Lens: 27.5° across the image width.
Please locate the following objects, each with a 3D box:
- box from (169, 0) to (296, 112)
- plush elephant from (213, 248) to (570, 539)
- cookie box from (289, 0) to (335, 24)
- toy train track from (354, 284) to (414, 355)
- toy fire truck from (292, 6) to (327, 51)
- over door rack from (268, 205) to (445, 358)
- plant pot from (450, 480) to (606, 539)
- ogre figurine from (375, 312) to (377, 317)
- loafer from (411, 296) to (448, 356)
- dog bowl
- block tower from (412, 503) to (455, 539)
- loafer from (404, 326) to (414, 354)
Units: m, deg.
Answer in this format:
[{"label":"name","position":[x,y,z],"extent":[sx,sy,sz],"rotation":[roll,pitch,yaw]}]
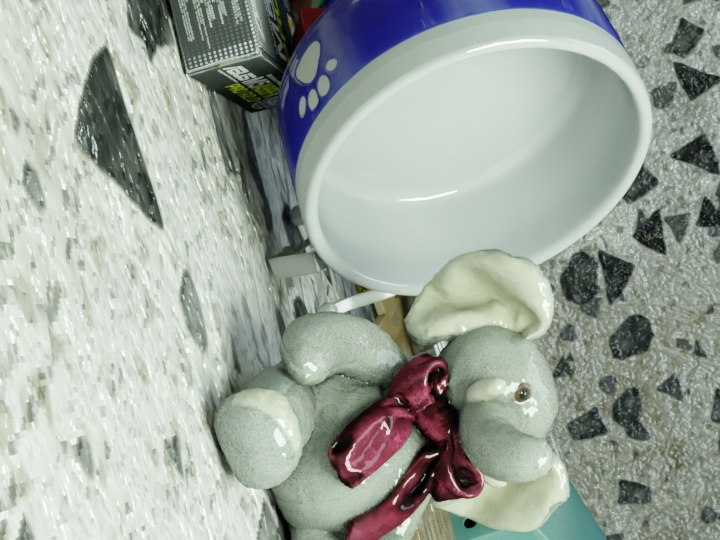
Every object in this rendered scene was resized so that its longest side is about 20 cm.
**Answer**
[{"label":"box","position":[-0.083,-0.200,0.839],"extent":[0.160,0.044,0.202],"rotation":[16,60,-82]},{"label":"plush elephant","position":[0.033,0.081,0.718],"extent":[0.200,0.153,0.166],"rotation":[-84,157,-69]},{"label":"cookie box","position":[0.006,-0.227,1.000],"extent":[0.170,0.075,0.201],"rotation":[4,50,-37]},{"label":"toy train track","position":[0.000,0.000,1.064],"extent":[0.115,0.032,0.202],"rotation":[-54,133,-53]},{"label":"toy fire truck","position":[0.021,-0.153,0.818],"extent":[0.141,0.197,0.049],"rotation":[115,-29,-54]},{"label":"over door rack","position":[-0.005,0.030,0.941],"extent":[0.200,0.066,0.149],"rotation":[-49,123,-65]},{"label":"plant pot","position":[0.114,0.231,1.161],"extent":[0.142,0.140,0.201],"rotation":[-97,162,-47]},{"label":"ogre figurine","position":[0.061,-0.044,1.235],"extent":[0.098,0.200,0.120],"rotation":[38,-24,1]},{"label":"loafer","position":[0.072,0.021,1.066],"extent":[0.070,0.069,0.202],"rotation":[30,-43,54]},{"label":"dog bowl","position":[0.056,-0.079,0.814],"extent":[0.201,0.198,0.079],"rotation":[65,5,-54]},{"label":"block tower","position":[0.022,0.160,0.885],"extent":[0.200,0.053,0.059],"rotation":[8,68,-82]},{"label":"loafer","position":[0.064,0.076,1.207],"extent":[0.067,0.076,0.199],"rotation":[44,15,30]}]
